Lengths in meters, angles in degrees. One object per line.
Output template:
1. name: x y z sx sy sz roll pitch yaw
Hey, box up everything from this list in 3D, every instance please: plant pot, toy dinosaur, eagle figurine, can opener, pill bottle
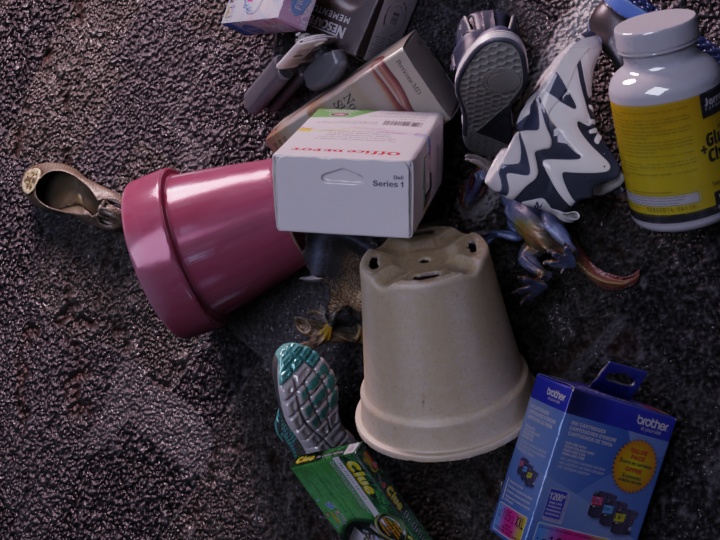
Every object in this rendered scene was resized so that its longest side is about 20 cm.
1. plant pot: 0.078 0.064 1.493 0.199 0.200 0.185 7 121 31
2. toy dinosaur: 0.177 -0.046 1.580 0.105 0.199 0.182 -56 25 31
3. eagle figurine: 0.006 0.004 1.613 0.150 0.152 0.201 25 123 7
4. can opener: -0.081 -0.224 1.704 0.200 0.052 0.067 -28 75 60
5. plant pot: -0.158 -0.041 1.708 0.178 0.200 0.202 -20 72 10
6. pill bottle: 0.306 -0.148 1.434 0.111 0.112 0.202 -2 114 30

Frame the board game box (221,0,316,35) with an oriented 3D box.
1. board game box: -0.084 -0.380 1.722 0.199 0.043 0.202 17 87 66

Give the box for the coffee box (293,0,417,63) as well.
1. coffee box: 0.010 -0.349 1.705 0.113 0.080 0.201 25 96 31

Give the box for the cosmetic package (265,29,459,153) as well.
1. cosmetic package: 0.004 -0.172 1.657 0.199 0.087 0.104 -33 102 23

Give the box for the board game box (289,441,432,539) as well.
1. board game box: 0.016 0.272 1.560 0.104 0.023 0.201 -16 114 44

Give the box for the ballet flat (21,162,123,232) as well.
1. ballet flat: -0.381 -0.098 1.921 0.199 0.046 0.068 24 94 31

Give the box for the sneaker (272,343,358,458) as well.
1. sneaker: -0.067 0.164 1.625 0.091 0.077 0.201 14 132 43

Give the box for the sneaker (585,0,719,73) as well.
1. sneaker: 0.318 -0.214 1.515 0.200 0.070 0.078 43 120 27

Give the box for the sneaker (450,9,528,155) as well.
1. sneaker: 0.138 -0.236 1.552 0.076 0.203 0.147 4 65 0

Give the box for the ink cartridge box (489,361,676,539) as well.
1. ink cartridge box: 0.226 0.188 1.455 0.076 0.136 0.202 17 90 65

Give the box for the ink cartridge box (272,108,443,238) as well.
1. ink cartridge box: 0.002 -0.105 1.524 0.143 0.200 0.085 3 110 11

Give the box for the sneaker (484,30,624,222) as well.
1. sneaker: 0.229 -0.139 1.504 0.129 0.079 0.200 32 69 -5
